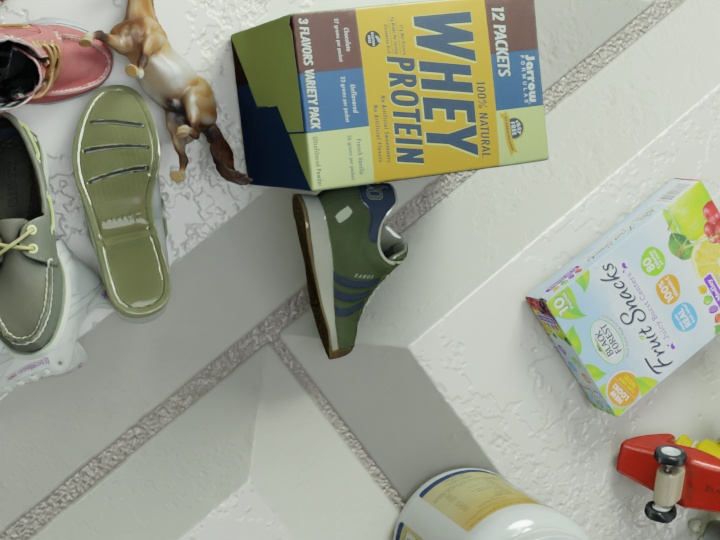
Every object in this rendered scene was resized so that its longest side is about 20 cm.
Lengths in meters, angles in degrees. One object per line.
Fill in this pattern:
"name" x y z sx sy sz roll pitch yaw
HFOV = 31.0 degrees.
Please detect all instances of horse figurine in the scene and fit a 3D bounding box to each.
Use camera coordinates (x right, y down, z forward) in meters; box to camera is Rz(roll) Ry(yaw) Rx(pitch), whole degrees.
"horse figurine" -0.160 -0.154 1.074 0.050 0.133 0.200 -28 111 18

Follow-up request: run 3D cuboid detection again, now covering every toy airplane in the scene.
"toy airplane" 0.380 0.200 1.269 0.200 0.141 0.199 -38 94 22

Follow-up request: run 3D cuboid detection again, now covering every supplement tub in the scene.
"supplement tub" 0.124 0.267 1.158 0.144 0.200 0.145 -2 97 -18

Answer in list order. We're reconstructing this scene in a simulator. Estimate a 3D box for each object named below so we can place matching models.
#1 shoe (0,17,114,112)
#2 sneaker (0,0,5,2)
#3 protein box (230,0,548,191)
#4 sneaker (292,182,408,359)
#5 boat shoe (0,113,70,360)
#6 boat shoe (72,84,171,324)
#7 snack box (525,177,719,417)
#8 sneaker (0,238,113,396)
"shoe" -0.258 -0.155 1.005 0.200 0.091 0.072 -6 114 -46
"sneaker" -0.313 -0.208 1.031 0.108 0.067 0.202 -8 96 -15
"protein box" 0.018 -0.146 1.079 0.200 0.199 0.135 -9 98 -18
"sneaker" 0.000 0.000 1.108 0.090 0.067 0.200 -17 141 -8
"boat shoe" -0.274 -0.030 1.021 0.072 0.060 0.202 -11 69 -2
"boat shoe" -0.200 -0.052 1.085 0.075 0.068 0.200 -4 76 -13
"snack box" 0.279 0.024 1.262 0.200 0.053 0.142 -37 105 -11
"sneaker" -0.284 0.073 1.066 0.100 0.075 0.200 42 82 -17
